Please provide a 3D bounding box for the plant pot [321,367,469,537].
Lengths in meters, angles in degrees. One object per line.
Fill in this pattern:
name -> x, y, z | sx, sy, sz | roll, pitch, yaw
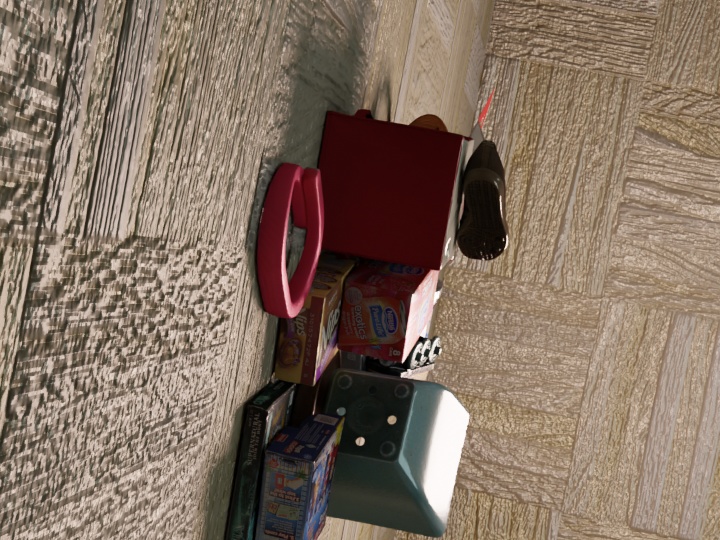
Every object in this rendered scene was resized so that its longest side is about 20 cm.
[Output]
plant pot -> 0.027, 0.236, 1.638 | 0.200, 0.195, 0.197 | 64, 37, -60

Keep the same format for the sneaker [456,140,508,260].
sneaker -> 0.170, -0.090, 1.572 | 0.201, 0.070, 0.076 | 88, 15, -58

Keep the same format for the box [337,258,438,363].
box -> 0.042, 0.040, 1.604 | 0.200, 0.095, 0.101 | -47, 147, -68

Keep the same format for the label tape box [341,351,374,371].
label tape box -> -0.010, 0.132, 1.869 | 0.201, 0.066, 0.144 | 89, 15, -46

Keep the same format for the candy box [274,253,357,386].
candy box -> -0.056, 0.059, 1.519 | 0.200, 0.056, 0.118 | -54, 153, -73

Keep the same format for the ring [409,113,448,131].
ring -> 0.096, -0.161, 1.960 | 0.200, 0.019, 0.202 | -34, -132, 50

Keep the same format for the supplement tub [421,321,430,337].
supplement tub -> 0.049, 0.120, 2.021 | 0.132, 0.131, 0.202 | 30, 71, -81

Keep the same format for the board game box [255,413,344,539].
board game box -> -0.081, 0.292, 1.438 | 0.200, 0.061, 0.202 | -38, 139, -78

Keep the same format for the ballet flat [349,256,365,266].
ballet flat -> 0.000, 0.000, 1.741 | 0.200, 0.067, 0.068 | 72, 32, -55

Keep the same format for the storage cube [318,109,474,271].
storage cube -> 0.043, -0.104, 1.549 | 0.171, 0.178, 0.202 | -25, 124, -79

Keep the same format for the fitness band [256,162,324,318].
fitness band -> -0.080, -0.033, 1.330 | 0.201, 0.037, 0.144 | 85, 20, -57

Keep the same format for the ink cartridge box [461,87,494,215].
ink cartridge box -> 0.163, -0.145, 1.732 | 0.201, 0.050, 0.161 | -60, 172, -26

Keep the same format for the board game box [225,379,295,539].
board game box -> -0.121, 0.243, 1.408 | 0.135, 0.028, 0.202 | -33, 134, -78

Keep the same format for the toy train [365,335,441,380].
toy train -> 0.065, 0.153, 1.871 | 0.200, 0.085, 0.115 | -4, 112, -70

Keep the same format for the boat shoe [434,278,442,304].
boat shoe -> 0.069, 0.064, 1.778 | 0.200, 0.070, 0.064 | -41, 141, -58

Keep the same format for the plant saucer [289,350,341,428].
plant saucer -> -0.068, 0.203, 1.679 | 0.200, 0.036, 0.202 | 10, 90, -81
